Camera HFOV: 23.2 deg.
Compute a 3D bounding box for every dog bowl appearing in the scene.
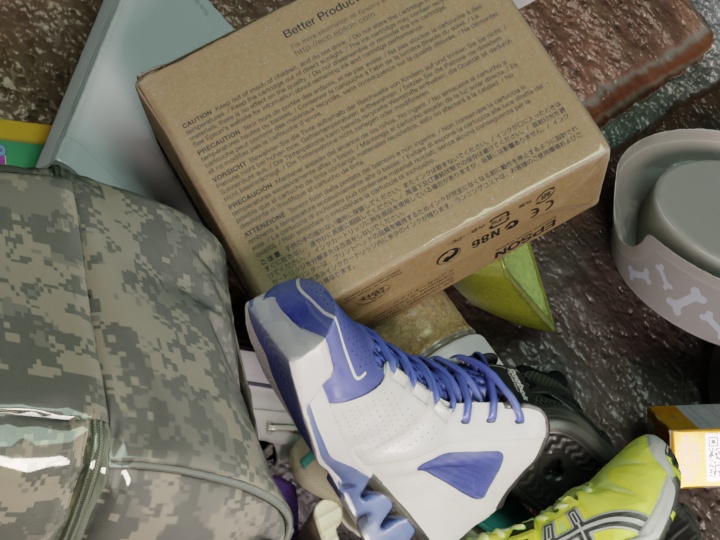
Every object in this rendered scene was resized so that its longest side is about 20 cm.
[{"bbox_3d":[0.261,-0.018,1.188,0.198,0.059,0.201,10,35,-7],"label":"dog bowl"}]

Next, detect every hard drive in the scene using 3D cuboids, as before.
[{"bbox_3d":[-0.112,-0.085,1.019,0.132,0.026,0.201,47,37,-31],"label":"hard drive"}]

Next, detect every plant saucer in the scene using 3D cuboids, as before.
[{"bbox_3d":[0.058,-0.065,1.087,0.047,0.200,0.202,-18,74,10],"label":"plant saucer"}]

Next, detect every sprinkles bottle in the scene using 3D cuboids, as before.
[{"bbox_3d":[0.000,0.000,0.984,0.068,0.068,0.201,-21,67,-37],"label":"sprinkles bottle"}]

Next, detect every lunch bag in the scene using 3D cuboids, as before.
[{"bbox_3d":[-0.125,0.058,0.814,0.166,0.140,0.201,5,43,-23],"label":"lunch bag"}]

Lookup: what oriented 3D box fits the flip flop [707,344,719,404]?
[{"bbox_3d":[0.309,0.120,1.188,0.201,0.081,0.057,52,25,7],"label":"flip flop"}]

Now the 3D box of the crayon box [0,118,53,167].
[{"bbox_3d":[-0.194,0.016,0.944,0.118,0.058,0.202,5,63,-29],"label":"crayon box"}]

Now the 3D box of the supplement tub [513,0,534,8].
[{"bbox_3d":[0.063,-0.286,1.204,0.143,0.144,0.202,-2,66,-31],"label":"supplement tub"}]

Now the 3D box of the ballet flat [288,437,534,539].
[{"bbox_3d":[0.032,0.135,1.008,0.200,0.069,0.070,37,47,-41],"label":"ballet flat"}]

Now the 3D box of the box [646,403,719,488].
[{"bbox_3d":[0.284,0.106,1.092,0.198,0.119,0.042,-1,92,3],"label":"box"}]

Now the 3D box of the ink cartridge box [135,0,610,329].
[{"bbox_3d":[0.006,-0.068,0.934,0.199,0.075,0.166,-28,69,-8],"label":"ink cartridge box"}]

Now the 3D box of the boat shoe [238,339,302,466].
[{"bbox_3d":[-0.049,0.080,0.995,0.199,0.072,0.066,15,91,-41],"label":"boat shoe"}]

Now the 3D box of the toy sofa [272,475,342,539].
[{"bbox_3d":[-0.104,0.165,0.865,0.198,0.083,0.098,-16,74,-14],"label":"toy sofa"}]

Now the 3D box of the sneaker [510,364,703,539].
[{"bbox_3d":[0.136,0.127,1.071,0.199,0.076,0.114,43,11,-31],"label":"sneaker"}]

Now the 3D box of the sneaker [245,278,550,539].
[{"bbox_3d":[0.026,0.066,0.874,0.115,0.200,0.081,-32,40,-7],"label":"sneaker"}]

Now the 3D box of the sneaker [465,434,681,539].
[{"bbox_3d":[0.100,0.157,0.946,0.076,0.075,0.200,42,68,1],"label":"sneaker"}]
